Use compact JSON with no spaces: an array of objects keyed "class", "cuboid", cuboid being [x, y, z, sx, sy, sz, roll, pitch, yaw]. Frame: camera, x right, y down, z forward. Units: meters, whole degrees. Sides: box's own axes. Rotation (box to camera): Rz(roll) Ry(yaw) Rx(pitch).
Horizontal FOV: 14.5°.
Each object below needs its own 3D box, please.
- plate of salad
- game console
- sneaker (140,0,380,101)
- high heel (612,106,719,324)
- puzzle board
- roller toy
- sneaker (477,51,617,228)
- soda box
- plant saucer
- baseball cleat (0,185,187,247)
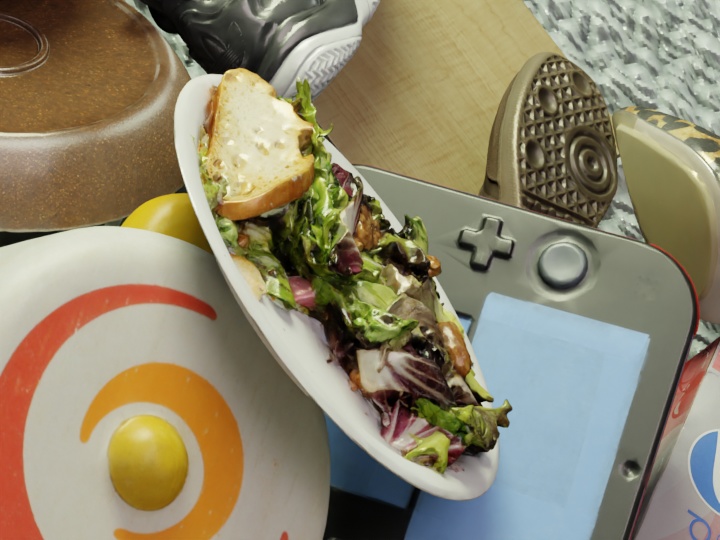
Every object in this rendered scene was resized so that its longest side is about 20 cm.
[{"class":"plate of salad","cuboid":[0.000,0.000,1.116,0.200,0.048,0.200,46,20,-23]},{"class":"game console","cuboid":[0.039,0.064,1.201,0.176,0.031,0.201,17,72,8]},{"class":"sneaker","cuboid":[-0.044,-0.156,1.284,0.114,0.075,0.200,38,37,-15]},{"class":"high heel","cuboid":[0.214,-0.017,1.303,0.142,0.072,0.200,-15,51,-33]},{"class":"puzzle board","cuboid":[0.022,-0.106,1.371,0.150,0.017,0.200,-31,80,-36]},{"class":"roller toy","cuboid":[-0.108,0.078,1.088,0.199,0.140,0.183,-20,95,-35]},{"class":"sneaker","cuboid":[0.066,-0.010,1.298,0.070,0.075,0.201,33,50,-32]},{"class":"soda box","cuboid":[0.139,0.128,1.263,0.063,0.070,0.200,35,52,-8]},{"class":"plant saucer","cuboid":[-0.160,-0.084,1.191,0.199,0.035,0.201,8,33,-6]},{"class":"baseball cleat","cuboid":[-0.122,-0.007,1.216,0.199,0.070,0.107,-14,85,-30]}]
